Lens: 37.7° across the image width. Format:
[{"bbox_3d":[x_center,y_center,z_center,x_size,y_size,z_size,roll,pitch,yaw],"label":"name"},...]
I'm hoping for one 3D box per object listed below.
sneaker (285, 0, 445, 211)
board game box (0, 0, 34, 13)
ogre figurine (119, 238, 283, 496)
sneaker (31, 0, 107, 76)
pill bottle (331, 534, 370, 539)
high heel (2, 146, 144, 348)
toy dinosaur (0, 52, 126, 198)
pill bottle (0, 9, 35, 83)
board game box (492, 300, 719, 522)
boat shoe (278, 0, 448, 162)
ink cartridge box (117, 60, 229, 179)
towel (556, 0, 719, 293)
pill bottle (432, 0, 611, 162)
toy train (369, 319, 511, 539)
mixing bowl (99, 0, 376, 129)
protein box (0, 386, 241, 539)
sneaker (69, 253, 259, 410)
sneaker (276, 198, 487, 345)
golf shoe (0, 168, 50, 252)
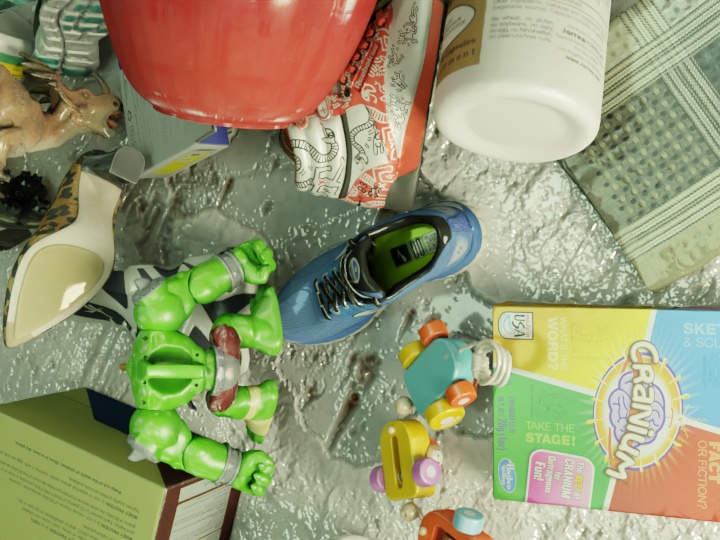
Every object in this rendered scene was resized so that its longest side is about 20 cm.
[{"bbox_3d":[0.000,-0.144,0.781,0.108,0.067,0.202,8,114,0],"label":"sneaker"},{"bbox_3d":[-0.269,-0.315,0.922,0.135,0.028,0.200,5,65,47],"label":"board game box"},{"bbox_3d":[-0.125,0.075,0.839,0.098,0.120,0.200,33,116,59],"label":"ogre figurine"},{"bbox_3d":[-0.253,-0.247,0.931,0.200,0.077,0.091,-23,69,57],"label":"sneaker"},{"bbox_3d":[-0.048,0.318,0.869,0.200,0.110,0.110,-46,73,20],"label":"pill bottle"},{"bbox_3d":[-0.265,-0.020,0.937,0.200,0.071,0.143,-61,24,-14],"label":"high heel"},{"bbox_3d":[-0.316,-0.149,0.913,0.086,0.200,0.136,7,70,40],"label":"toy dinosaur"},{"bbox_3d":[-0.402,-0.163,1.018,0.113,0.113,0.200,40,108,19],"label":"pill bottle"},{"bbox_3d":[0.199,0.101,0.781,0.200,0.040,0.153,0,92,26],"label":"board game box"},{"bbox_3d":[-0.005,-0.164,0.853,0.200,0.068,0.072,-46,75,21],"label":"boat shoe"},{"bbox_3d":[-0.155,-0.191,0.886,0.200,0.047,0.198,-10,86,57],"label":"ink cartridge box"},{"bbox_3d":[0.240,-0.112,0.763,0.200,0.035,0.193,-35,80,20],"label":"towel"},{"bbox_3d":[0.119,-0.188,0.744,0.114,0.114,0.200,0,70,26],"label":"pill bottle"},{"bbox_3d":[0.077,0.141,0.814,0.150,0.056,0.200,20,103,52],"label":"toy train"},{"bbox_3d":[-0.089,-0.158,0.714,0.200,0.200,0.109,17,107,24],"label":"mixing bowl"},{"bbox_3d":[-0.235,0.237,0.941,0.198,0.135,0.200,18,99,23],"label":"protein box"},{"bbox_3d":[-0.180,0.062,0.938,0.199,0.079,0.130,-8,80,16],"label":"sneaker"},{"bbox_3d":[0.000,0.000,0.845,0.200,0.089,0.079,-31,78,23],"label":"sneaker"},{"bbox_3d":[-0.393,-0.060,0.979,0.094,0.200,0.078,-45,45,32],"label":"golf shoe"}]
